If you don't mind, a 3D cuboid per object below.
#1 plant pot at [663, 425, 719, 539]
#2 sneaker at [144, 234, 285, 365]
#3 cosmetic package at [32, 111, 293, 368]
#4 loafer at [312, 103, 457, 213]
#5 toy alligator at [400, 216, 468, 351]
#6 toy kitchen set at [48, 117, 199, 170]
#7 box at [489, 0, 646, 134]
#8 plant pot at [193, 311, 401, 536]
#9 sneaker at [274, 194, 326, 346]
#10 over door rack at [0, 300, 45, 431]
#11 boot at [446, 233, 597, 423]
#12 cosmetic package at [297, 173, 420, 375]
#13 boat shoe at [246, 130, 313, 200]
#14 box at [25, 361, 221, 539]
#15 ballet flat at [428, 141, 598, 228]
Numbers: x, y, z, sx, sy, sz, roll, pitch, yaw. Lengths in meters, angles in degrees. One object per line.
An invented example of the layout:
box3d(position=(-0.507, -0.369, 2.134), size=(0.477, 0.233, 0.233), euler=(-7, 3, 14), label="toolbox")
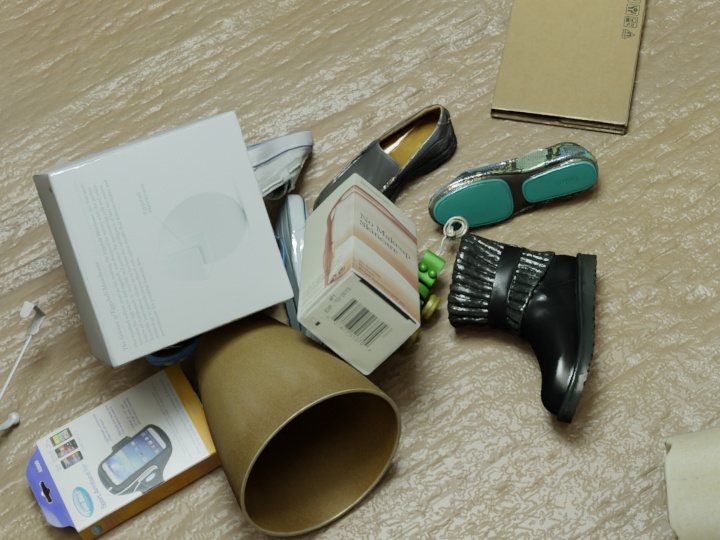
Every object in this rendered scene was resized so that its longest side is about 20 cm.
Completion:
box3d(position=(0.388, 0.217, 1.407), size=(0.181, 0.201, 0.203), euler=(-7, 60, 17), label="plant pot")
box3d(position=(-0.164, 0.022, 1.607), size=(0.199, 0.083, 0.071), euler=(-37, 30, -15), label="sneaker")
box3d(position=(-0.202, -0.034, 1.498), size=(0.198, 0.123, 0.202), euler=(-21, 99, -20), label="cosmetic package")
box3d(position=(0.023, -0.123, 1.689), size=(0.200, 0.073, 0.073), euler=(-40, 65, -14), label="loafer")
box3d(position=(0.061, 0.018, 1.601), size=(0.059, 0.054, 0.201), euler=(33, 79, 1), label="toy alligator")
box3d(position=(-0.206, -0.081, 1.632), size=(0.163, 0.181, 0.200), euler=(38, 76, 22), label="toy kitchen set")
box3d(position=(0.251, -0.261, 1.764), size=(0.161, 0.021, 0.202), euler=(8, 63, 11), label="box")
box3d(position=(-0.087, 0.134, 1.516), size=(0.185, 0.187, 0.200), euler=(-33, 50, -11), label="plant pot")
box3d(position=(-0.050, 0.004, 1.641), size=(0.070, 0.073, 0.202), euler=(4, 55, -24), label="sneaker")
box3d(position=(-0.436, 0.110, 1.613), size=(0.146, 0.067, 0.202), euler=(19, 86, 17), label="over door rack")
box3d(position=(0.167, 0.060, 1.565), size=(0.156, 0.080, 0.213), euler=(8, 52, 3), label="boot")
box3d(position=(0.000, 0.000, 1.535), size=(0.087, 0.103, 0.201), euler=(-43, 23, 22), label="cosmetic package")
box3d(position=(-0.103, -0.112, 1.664), size=(0.073, 0.200, 0.066), euler=(-12, 98, 26), label="boat shoe")
box3d(position=(-0.252, 0.197, 1.569), size=(0.199, 0.042, 0.120), euler=(-30, 62, -7), label="box")
box3d(position=(0.169, -0.099, 1.671), size=(0.197, 0.074, 0.075), euler=(-12, 61, -2), label="ballet flat")
